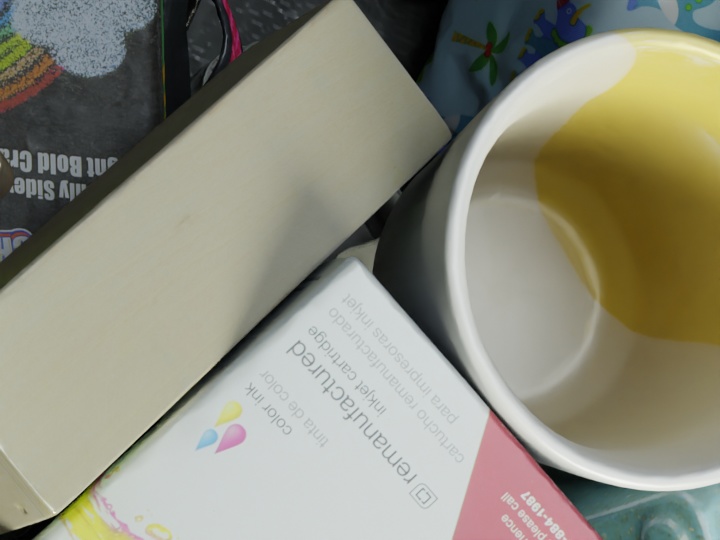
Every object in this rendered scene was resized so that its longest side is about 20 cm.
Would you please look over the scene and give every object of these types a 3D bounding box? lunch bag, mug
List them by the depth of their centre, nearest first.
[{"bbox_3d":[0.091,0.003,0.945,0.185,0.153,0.151,-1,84,-19],"label":"mug"},{"bbox_3d":[0.140,-0.092,1.103,0.199,0.127,0.171,17,99,-41],"label":"lunch bag"}]

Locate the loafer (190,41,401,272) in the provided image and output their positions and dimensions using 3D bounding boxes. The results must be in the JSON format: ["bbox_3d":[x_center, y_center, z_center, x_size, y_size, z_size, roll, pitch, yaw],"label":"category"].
[{"bbox_3d":[0.000,0.000,1.055,0.200,0.070,0.070,53,52,-8],"label":"loafer"}]

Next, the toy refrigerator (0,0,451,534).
[{"bbox_3d":[-0.064,0.000,0.878,0.070,0.076,0.200,51,58,-10],"label":"toy refrigerator"}]

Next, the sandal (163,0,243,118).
[{"bbox_3d":[-0.073,-0.072,1.014,0.045,0.075,0.201,-6,104,-31],"label":"sandal"}]

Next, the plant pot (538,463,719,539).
[{"bbox_3d":[0.149,0.131,1.004,0.199,0.195,0.198,-10,81,-47],"label":"plant pot"}]

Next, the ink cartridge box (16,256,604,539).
[{"bbox_3d":[-0.034,0.117,0.872,0.200,0.083,0.146,-43,94,-10],"label":"ink cartridge box"}]

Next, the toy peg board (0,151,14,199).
[{"bbox_3d":[-0.250,-0.055,0.839,0.199,0.098,0.200,-37,74,-2],"label":"toy peg board"}]

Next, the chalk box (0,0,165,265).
[{"bbox_3d":[-0.146,-0.017,0.952,0.124,0.124,0.201,6,75,-28],"label":"chalk box"}]
